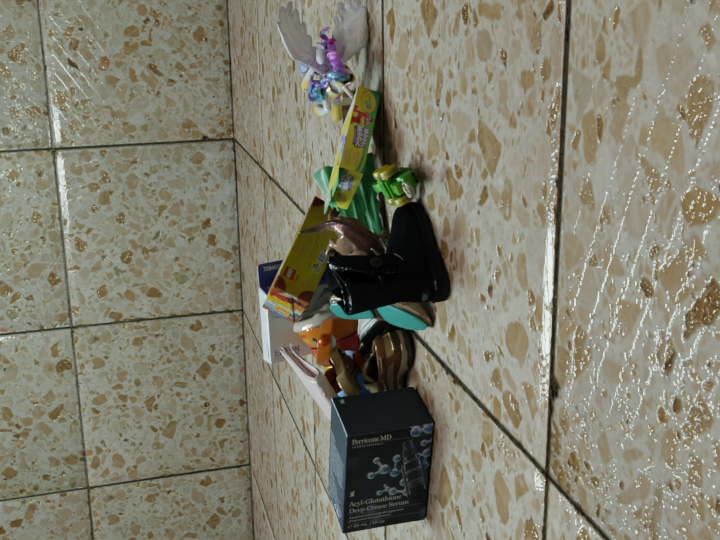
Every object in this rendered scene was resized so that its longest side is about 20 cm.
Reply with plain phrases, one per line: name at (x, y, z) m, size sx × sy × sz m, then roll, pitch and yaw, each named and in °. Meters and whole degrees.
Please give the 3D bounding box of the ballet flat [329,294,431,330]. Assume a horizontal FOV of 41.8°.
ballet flat at (0.037, 0.048, 1.509) m, size 0.197 × 0.066 × 0.071 m, roll 9°, pitch 146°, yaw 36°

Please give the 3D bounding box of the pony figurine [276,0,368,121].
pony figurine at (-0.059, -0.372, 1.675) m, size 0.200 × 0.164 × 0.197 m, roll 148°, pitch 106°, yaw -75°

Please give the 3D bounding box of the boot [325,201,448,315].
boot at (0.027, -0.023, 1.408) m, size 0.077 × 0.165 × 0.202 m, roll 100°, pitch 160°, yaw -45°

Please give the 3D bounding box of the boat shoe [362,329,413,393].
boat shoe at (0.037, 0.174, 1.622) m, size 0.202 × 0.072 × 0.076 m, roll 100°, pitch 160°, yaw -44°

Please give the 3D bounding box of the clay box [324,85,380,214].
clay box at (-0.015, -0.198, 1.611) m, size 0.115 × 0.047 × 0.203 m, roll 118°, pitch 165°, yaw -60°

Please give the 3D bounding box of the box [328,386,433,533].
box at (0.030, 0.310, 1.549) m, size 0.107 × 0.146 × 0.203 m, roll -121°, pitch 29°, yaw -58°

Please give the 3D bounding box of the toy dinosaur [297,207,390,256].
toy dinosaur at (0.003, -0.045, 1.541) m, size 0.087 × 0.198 × 0.135 m, roll -64°, pitch 18°, yaw -1°

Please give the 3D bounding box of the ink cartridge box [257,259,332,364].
ink cartridge box at (-0.114, 0.073, 1.943) m, size 0.040 × 0.197 × 0.204 m, roll 14°, pitch 112°, yaw 55°

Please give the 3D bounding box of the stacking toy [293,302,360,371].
stacking toy at (-0.036, 0.167, 1.873) m, size 0.203 × 0.144 × 0.146 m, roll 68°, pitch 166°, yaw -4°

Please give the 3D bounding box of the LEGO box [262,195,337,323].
LEGO box at (-0.107, -0.019, 1.819) m, size 0.203 × 0.076 × 0.149 m, roll -67°, pitch 6°, yaw -22°

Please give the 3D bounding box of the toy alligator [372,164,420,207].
toy alligator at (0.066, -0.136, 1.443) m, size 0.060 × 0.054 × 0.200 m, roll 60°, pitch 170°, yaw -12°

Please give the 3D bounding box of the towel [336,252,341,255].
towel at (-0.019, -0.067, 1.794) m, size 0.200 × 0.023 × 0.150 m, roll 155°, pitch 125°, yaw -75°

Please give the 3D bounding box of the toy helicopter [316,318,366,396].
toy helicopter at (-0.035, 0.165, 1.650) m, size 0.134 × 0.078 × 0.200 m, roll 60°, pitch 180°, yaw -16°

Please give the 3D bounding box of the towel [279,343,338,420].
towel at (-0.060, 0.235, 1.724) m, size 0.201 × 0.032 × 0.191 m, roll 57°, pitch 170°, yaw -25°

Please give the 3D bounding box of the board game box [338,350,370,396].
board game box at (0.010, 0.251, 1.807) m, size 0.158 × 0.038 × 0.203 m, roll 43°, pitch 131°, yaw 38°

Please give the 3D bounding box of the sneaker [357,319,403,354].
sneaker at (0.021, 0.066, 1.643) m, size 0.201 × 0.074 × 0.117 m, roll 116°, pitch 144°, yaw -68°

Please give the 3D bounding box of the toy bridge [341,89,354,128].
toy bridge at (-0.015, -0.241, 1.780) m, size 0.067 × 0.027 × 0.204 m, roll 117°, pitch 147°, yaw -65°

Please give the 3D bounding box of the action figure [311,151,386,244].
action figure at (-0.002, -0.097, 1.672) m, size 0.055 × 0.116 × 0.203 m, roll 53°, pitch -162°, yaw -72°
